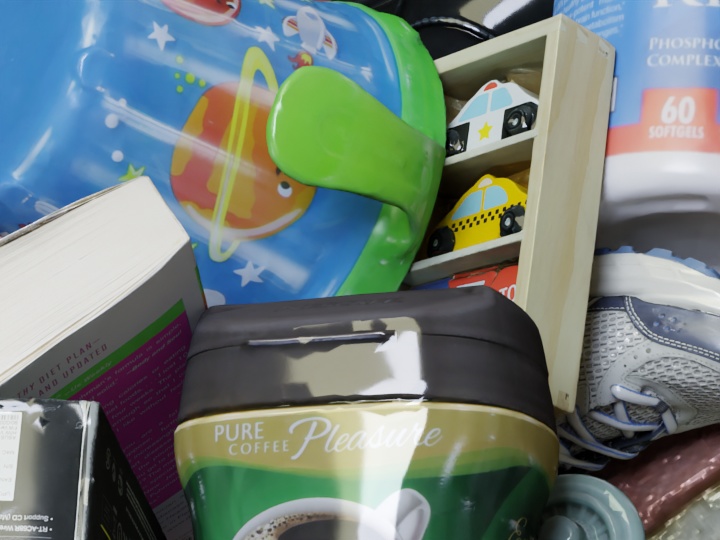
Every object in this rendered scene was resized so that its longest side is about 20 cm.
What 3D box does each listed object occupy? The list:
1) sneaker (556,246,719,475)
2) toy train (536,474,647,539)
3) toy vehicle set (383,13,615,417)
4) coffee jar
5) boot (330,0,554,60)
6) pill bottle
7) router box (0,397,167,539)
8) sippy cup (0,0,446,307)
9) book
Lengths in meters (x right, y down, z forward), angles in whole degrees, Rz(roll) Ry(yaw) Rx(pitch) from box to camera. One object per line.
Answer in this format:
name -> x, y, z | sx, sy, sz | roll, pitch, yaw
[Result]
sneaker -> 0.061, 0.048, 0.794 | 0.199, 0.077, 0.086 | -3, 57, 42
toy train -> 0.053, 0.121, 0.699 | 0.199, 0.085, 0.114 | 23, 77, 29
toy vehicle set -> 0.000, 0.000, 0.802 | 0.199, 0.026, 0.125 | -16, 58, 47
coffee jar -> 0.002, 0.105, 0.636 | 0.104, 0.085, 0.201 | -4, 75, 19
boot -> 0.056, -0.067, 0.900 | 0.197, 0.073, 0.163 | -23, 38, 23
pill bottle -> 0.122, -0.100, 0.816 | 0.112, 0.112, 0.201 | -6, 68, 29
router box -> -0.084, 0.140, 0.621 | 0.062, 0.200, 0.151 | -2, 64, 5
sippy cup -> -0.063, -0.044, 0.773 | 0.178, 0.130, 0.140 | -38, 43, 34
book -> -0.098, 0.062, 0.704 | 0.133, 0.200, 0.048 | -30, 65, -12
